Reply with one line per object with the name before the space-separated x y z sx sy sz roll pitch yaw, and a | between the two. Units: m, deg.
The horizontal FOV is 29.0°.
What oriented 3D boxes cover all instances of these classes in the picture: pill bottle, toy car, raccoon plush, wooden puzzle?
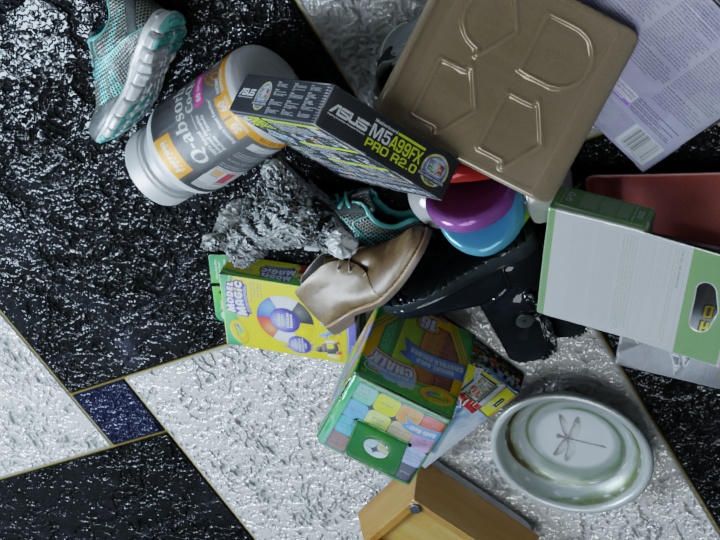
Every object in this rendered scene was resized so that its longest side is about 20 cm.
pill bottle | -0.161 -0.154 1.527 0.200 0.116 0.116 -29 113 35
toy car | 0.118 -0.103 1.441 0.175 0.150 0.200 -2 126 21
raccoon plush | -0.096 -0.036 1.479 0.097 0.200 0.134 40 98 -26
wooden puzzle | 0.137 -0.188 1.331 0.200 0.046 0.185 25 103 -10

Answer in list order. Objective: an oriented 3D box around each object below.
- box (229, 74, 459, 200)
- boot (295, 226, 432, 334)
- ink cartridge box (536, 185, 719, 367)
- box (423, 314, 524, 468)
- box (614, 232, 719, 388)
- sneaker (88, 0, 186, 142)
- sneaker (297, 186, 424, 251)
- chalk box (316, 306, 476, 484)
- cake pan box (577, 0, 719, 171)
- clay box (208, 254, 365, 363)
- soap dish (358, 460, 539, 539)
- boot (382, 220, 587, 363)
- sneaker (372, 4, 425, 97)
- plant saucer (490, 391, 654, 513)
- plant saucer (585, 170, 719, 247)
box | -0.019 -0.133 1.368 0.160 0.044 0.200 29 175 -29
boot | 0.000 0.000 1.533 0.075 0.074 0.200 40 133 -14
ink cartridge box | 0.285 0.006 1.424 0.200 0.048 0.146 16 132 18
box | 0.088 0.152 1.731 0.137 0.038 0.200 37 130 -10
box | 0.385 0.052 1.487 0.200 0.048 0.159 14 130 10
sneaker | -0.265 -0.230 1.537 0.091 0.078 0.200 41 128 7
sneaker | -0.017 -0.063 1.584 0.200 0.078 0.091 19 124 -5
chalk box | 0.037 0.147 1.584 0.124 0.200 0.124 26 128 -4
cake pan box | 0.286 -0.212 1.358 0.200 0.052 0.184 41 132 -13
clay box | -0.095 0.046 1.708 0.200 0.048 0.115 8 129 13
soap dish | 0.112 0.352 1.855 0.200 0.081 0.157 34 131 -10
boot | 0.142 0.047 1.571 0.200 0.076 0.168 -25 123 12
sneaker | 0.081 -0.232 1.373 0.075 0.116 0.200 39 130 -10
plant saucer | 0.262 0.213 1.708 0.200 0.050 0.200 11 131 13
plant saucer | 0.353 -0.030 1.489 0.200 0.037 0.200 0 127 21
